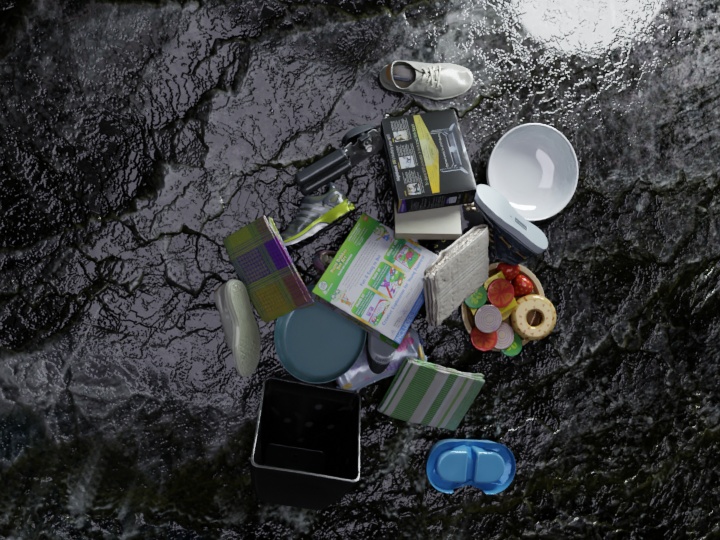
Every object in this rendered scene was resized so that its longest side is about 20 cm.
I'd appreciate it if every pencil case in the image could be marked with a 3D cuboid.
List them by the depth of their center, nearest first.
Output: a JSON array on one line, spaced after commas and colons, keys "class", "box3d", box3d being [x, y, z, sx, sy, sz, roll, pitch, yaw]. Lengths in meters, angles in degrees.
[{"class": "pencil case", "box3d": [0.038, 0.189, 1.326, 0.198, 0.083, 0.092, -17, 71, -6]}]

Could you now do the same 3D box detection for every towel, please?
[{"class": "towel", "box3d": [0.189, 0.009, 1.251, 0.199, 0.034, 0.134, -36, 133, -34]}, {"class": "towel", "box3d": [-0.186, 0.003, 1.279, 0.143, 0.023, 0.201, -24, 98, 33]}, {"class": "towel", "box3d": [0.148, 0.259, 1.332, 0.198, 0.023, 0.154, 16, 114, -25]}]

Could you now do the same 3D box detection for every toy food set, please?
[{"class": "toy food set", "box3d": [0.310, 0.083, 1.376, 0.197, 0.049, 0.202, -29, 98, -5]}]

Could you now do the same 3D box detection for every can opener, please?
[{"class": "can opener", "box3d": [-0.046, -0.232, 1.311, 0.199, 0.067, 0.054, -30, 137, 0]}]

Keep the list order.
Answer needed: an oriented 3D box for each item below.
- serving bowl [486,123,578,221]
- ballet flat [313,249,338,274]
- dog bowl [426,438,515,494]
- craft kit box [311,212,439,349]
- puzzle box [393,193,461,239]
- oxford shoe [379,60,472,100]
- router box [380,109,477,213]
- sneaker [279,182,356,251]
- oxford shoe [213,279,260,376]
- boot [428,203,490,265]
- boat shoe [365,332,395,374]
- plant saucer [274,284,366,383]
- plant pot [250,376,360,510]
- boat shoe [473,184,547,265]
[{"class": "serving bowl", "box3d": [0.355, -0.206, 1.355, 0.197, 0.066, 0.203, -1, 94, -7]}, {"class": "ballet flat", "box3d": [0.000, 0.000, 1.315, 0.198, 0.071, 0.070, 14, 89, -9]}, {"class": "dog bowl", "box3d": [0.234, 0.420, 1.387, 0.197, 0.050, 0.113, 4, 93, -9]}, {"class": "craft kit box", "box3d": [0.037, 0.018, 1.247, 0.196, 0.049, 0.201, 31, 70, 6]}, {"class": "puzzle box", "box3d": [0.132, -0.155, 1.290, 0.131, 0.025, 0.202, 1, 63, 0]}, {"class": "oxford shoe", "box3d": [0.139, -0.396, 1.317, 0.197, 0.058, 0.076, 2, 91, -10]}, {"class": "router box", "box3d": [0.132, -0.221, 1.279, 0.155, 0.052, 0.202, -8, 64, -4]}, {"class": "sneaker", "box3d": [-0.110, -0.104, 1.301, 0.199, 0.074, 0.081, -31, 83, -8]}, {"class": "oxford shoe", "box3d": [-0.250, 0.116, 1.290, 0.057, 0.075, 0.202, -3, 105, 30]}, {"class": "boot", "box3d": [0.178, -0.077, 1.334, 0.197, 0.073, 0.153, -1, 95, -11]}, {"class": "boat shoe", "box3d": [0.039, 0.120, 1.288, 0.068, 0.201, 0.057, 14, 128, -5]}, {"class": "plant saucer", "box3d": [-0.079, 0.128, 1.295, 0.198, 0.027, 0.203, -5, 73, 16]}, {"class": "plant pot", "box3d": [-0.117, 0.355, 1.252, 0.197, 0.201, 0.179, 12, 131, -9]}, {"class": "boat shoe", "box3d": [0.284, -0.086, 1.312, 0.200, 0.091, 0.071, 38, 45, -14]}]
